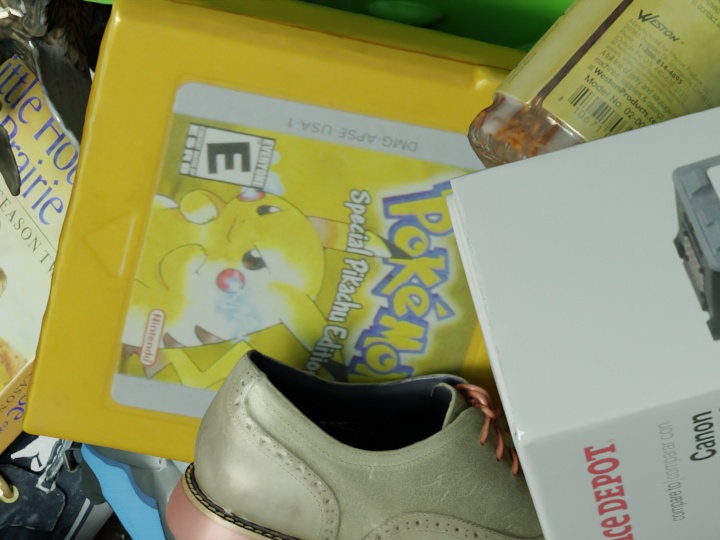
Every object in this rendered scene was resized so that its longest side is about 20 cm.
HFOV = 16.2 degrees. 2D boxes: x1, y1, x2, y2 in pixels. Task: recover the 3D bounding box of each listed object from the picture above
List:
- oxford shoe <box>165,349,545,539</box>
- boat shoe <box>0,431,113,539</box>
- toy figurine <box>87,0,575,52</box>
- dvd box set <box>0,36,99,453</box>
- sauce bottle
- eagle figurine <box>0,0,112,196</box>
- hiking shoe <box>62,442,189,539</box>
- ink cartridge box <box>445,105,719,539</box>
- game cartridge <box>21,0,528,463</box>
[{"bbox_3d":[0.041,0.077,0.840,0.070,0.200,0.075,-114,39,-62],"label":"oxford shoe"},{"bbox_3d":[-0.155,0.091,1.020,0.071,0.091,0.200,44,121,36],"label":"boat shoe"},{"bbox_3d":[-0.018,-0.178,0.842,0.150,0.200,0.184,143,130,-65],"label":"toy figurine"},{"bbox_3d":[-0.161,-0.001,0.996,0.200,0.029,0.146,-46,57,10],"label":"dvd box set"},{"bbox_3d":[0.118,-0.093,0.771,0.066,0.066,0.200,42,85,22],"label":"sauce bottle"},{"bbox_3d":[-0.128,-0.136,0.905,0.152,0.151,0.200,38,102,50],"label":"eagle figurine"},{"bbox_3d":[-0.028,0.098,0.929,0.200,0.074,0.087,42,134,28],"label":"hiking shoe"},{"bbox_3d":[0.136,0.012,0.718,0.200,0.148,0.086,-16,64,3],"label":"ink cartridge box"},{"bbox_3d":[0.000,0.000,0.844,0.200,0.032,0.176,12,122,-6],"label":"game cartridge"}]
